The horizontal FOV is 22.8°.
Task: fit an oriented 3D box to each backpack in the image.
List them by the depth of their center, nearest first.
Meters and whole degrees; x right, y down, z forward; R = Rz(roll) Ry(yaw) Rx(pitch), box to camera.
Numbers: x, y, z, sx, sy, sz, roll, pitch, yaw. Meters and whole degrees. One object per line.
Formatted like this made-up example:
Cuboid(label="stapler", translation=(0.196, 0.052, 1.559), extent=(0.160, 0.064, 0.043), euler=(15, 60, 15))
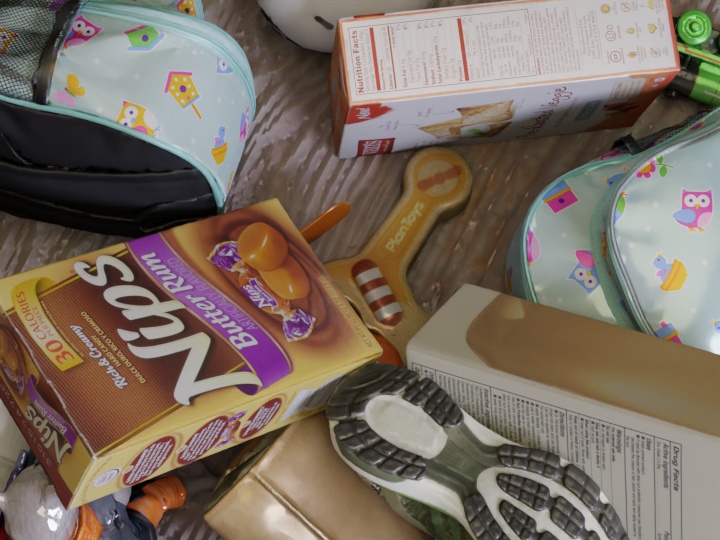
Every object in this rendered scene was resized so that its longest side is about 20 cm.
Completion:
Cuboid(label="backpack", translation=(-0.158, -0.104, 1.042), extent=(0.199, 0.176, 0.154), euler=(20, 69, 6))
Cuboid(label="backpack", translation=(0.190, 0.001, 1.071), extent=(0.199, 0.153, 0.177), euler=(-23, 87, 0))

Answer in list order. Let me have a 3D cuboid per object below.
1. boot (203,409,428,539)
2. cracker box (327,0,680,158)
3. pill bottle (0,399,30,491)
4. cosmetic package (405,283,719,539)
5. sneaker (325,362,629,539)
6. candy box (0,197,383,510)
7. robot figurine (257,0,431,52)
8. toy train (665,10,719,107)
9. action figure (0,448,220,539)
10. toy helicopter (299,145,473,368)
Cuboid(label="boot", translation=(-0.020, 0.201, 1.032), extent=(0.200, 0.066, 0.175), euler=(47, 61, -14))
Cuboid(label="cracker box", translation=(0.082, -0.119, 1.090), extent=(0.198, 0.134, 0.058), euler=(-6, 81, -4))
Cuboid(label="pill bottle", translation=(-0.251, 0.168, 1.031), extent=(0.109, 0.110, 0.201), euler=(21, 80, 0))
Cuboid(label="cosmetic package", translation=(0.129, 0.088, 0.990), extent=(0.199, 0.106, 0.071), euler=(17, 40, 29))
Cuboid(label="sneaker", translation=(0.068, 0.132, 0.980), extent=(0.200, 0.089, 0.077), euler=(38, 67, 19))
Cuboid(label="candy box", translation=(-0.099, 0.041, 0.969), extent=(0.199, 0.057, 0.117), euler=(-20, 64, -38))
Cuboid(label="robot figurine", translation=(-0.022, -0.235, 1.109), extent=(0.149, 0.125, 0.202), euler=(-13, 77, -4))
Cuboid(label="toy train", translation=(0.282, -0.113, 1.151), extent=(0.198, 0.042, 0.057), euler=(19, 90, 0))
Cuboid(label="action figure", translation=(-0.133, 0.129, 1.002), extent=(0.104, 0.193, 0.202), euler=(15, 85, 29))
Cuboid(label="toy helicopter", translation=(0.000, 0.000, 1.107), extent=(0.132, 0.079, 0.201), euler=(30, 69, 11))
